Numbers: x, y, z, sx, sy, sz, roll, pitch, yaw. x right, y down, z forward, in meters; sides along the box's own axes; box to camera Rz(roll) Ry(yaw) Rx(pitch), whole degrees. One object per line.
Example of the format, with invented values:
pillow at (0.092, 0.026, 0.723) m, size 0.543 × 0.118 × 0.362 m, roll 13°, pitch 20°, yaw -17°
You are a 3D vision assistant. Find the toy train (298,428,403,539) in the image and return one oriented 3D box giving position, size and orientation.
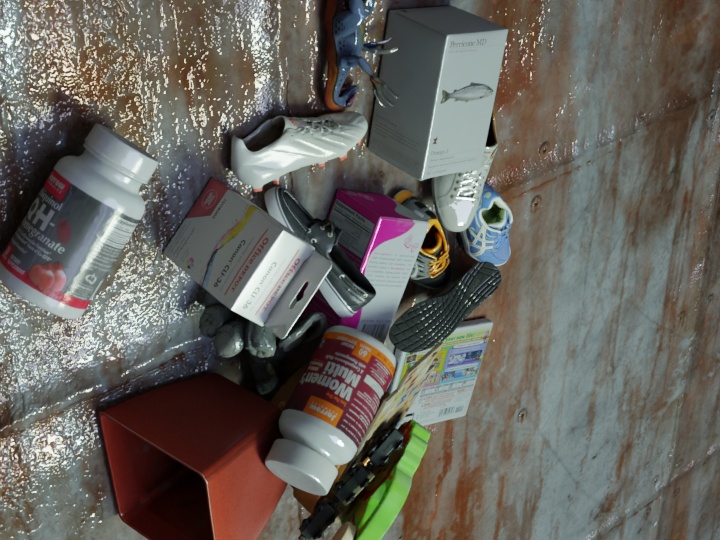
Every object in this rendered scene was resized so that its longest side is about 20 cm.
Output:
toy train at (-0.013, 0.290, 1.633) m, size 0.200 × 0.034 × 0.046 m, roll -48°, pitch 176°, yaw 1°

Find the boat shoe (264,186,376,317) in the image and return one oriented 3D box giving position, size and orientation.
boat shoe at (-0.048, -0.032, 1.574) m, size 0.066 × 0.070 × 0.201 m, roll -29°, pitch 99°, yaw 18°

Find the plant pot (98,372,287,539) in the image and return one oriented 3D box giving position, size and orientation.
plant pot at (-0.202, 0.254, 1.597) m, size 0.176 × 0.199 × 0.201 m, roll -35°, pitch 136°, yaw -39°

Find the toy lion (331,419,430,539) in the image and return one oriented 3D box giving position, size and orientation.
toy lion at (0.033, 0.298, 1.661) m, size 0.069 × 0.200 × 0.192 m, roll 34°, pitch 96°, yaw -7°

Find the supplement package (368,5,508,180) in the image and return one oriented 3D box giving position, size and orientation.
supplement package at (0.101, -0.239, 1.609) m, size 0.117 × 0.117 × 0.201 m, roll -14°, pitch 124°, yaw -37°

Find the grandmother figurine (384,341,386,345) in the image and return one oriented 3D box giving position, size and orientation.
grandmother figurine at (0.009, 0.123, 1.803) m, size 0.121 × 0.060 × 0.201 m, roll -45°, pitch 151°, yaw -59°

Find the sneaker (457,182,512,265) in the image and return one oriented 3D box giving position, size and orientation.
sneaker at (0.193, -0.066, 1.843) m, size 0.076 × 0.077 × 0.200 m, roll -47°, pitch 140°, yaw -12°

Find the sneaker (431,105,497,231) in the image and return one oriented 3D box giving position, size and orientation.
sneaker at (0.150, -0.149, 1.712) m, size 0.072 × 0.085 × 0.201 m, roll 2°, pitch 102°, yaw -18°

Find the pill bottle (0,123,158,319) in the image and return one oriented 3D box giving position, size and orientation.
pill bottle at (-0.309, -0.057, 1.338) m, size 0.111 × 0.111 × 0.201 m, roll 29°, pitch 94°, yaw -49°

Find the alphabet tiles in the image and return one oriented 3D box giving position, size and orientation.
alphabet tiles at (0.050, 0.187, 1.662) m, size 0.167 × 0.008 × 0.200 m, roll -35°, pitch 157°, yaw -52°

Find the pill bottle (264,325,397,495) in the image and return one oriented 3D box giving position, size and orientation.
pill bottle at (-0.039, 0.181, 1.566) m, size 0.201 × 0.109 × 0.110 m, roll -62°, pitch 143°, yaw -24°

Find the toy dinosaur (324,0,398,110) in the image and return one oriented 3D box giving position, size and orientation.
toy dinosaur at (-0.017, -0.294, 1.519) m, size 0.182 × 0.200 × 0.105 m, roll -51°, pitch -177°, yaw 28°

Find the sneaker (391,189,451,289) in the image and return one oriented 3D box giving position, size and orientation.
sneaker at (0.097, -0.031, 1.773) m, size 0.078 × 0.077 × 0.200 m, roll -47°, pitch 141°, yaw -12°

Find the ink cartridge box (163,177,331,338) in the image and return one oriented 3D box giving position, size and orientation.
ink cartridge box at (-0.138, -0.015, 1.461) m, size 0.067 × 0.200 × 0.117 m, roll 31°, pitch 92°, yaw -49°

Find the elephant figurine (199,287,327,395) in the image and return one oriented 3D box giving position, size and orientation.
elephant figurine at (-0.118, 0.070, 1.613) m, size 0.154 × 0.142 × 0.200 m, roll -16°, pitch 156°, yaw 22°

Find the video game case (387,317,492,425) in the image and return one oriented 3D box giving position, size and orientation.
video game case at (0.121, 0.171, 1.971) m, size 0.199 × 0.022 × 0.183 m, roll -6°, pitch 120°, yaw -41°

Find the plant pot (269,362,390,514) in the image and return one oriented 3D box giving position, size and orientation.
plant pot at (-0.056, 0.226, 1.711) m, size 0.200 × 0.140 × 0.200 m, roll -50°, pitch 166°, yaw -17°

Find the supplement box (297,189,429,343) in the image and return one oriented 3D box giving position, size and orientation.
supplement box at (0.000, 0.000, 1.680) m, size 0.101 × 0.103 × 0.201 m, roll 5°, pitch 113°, yaw -44°

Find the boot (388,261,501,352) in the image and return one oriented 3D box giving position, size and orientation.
boot at (0.133, 0.064, 1.854) m, size 0.199 × 0.070 × 0.132 m, roll -32°, pitch 174°, yaw -3°

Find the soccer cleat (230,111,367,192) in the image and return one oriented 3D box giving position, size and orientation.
soccer cleat at (-0.074, -0.168, 1.528) m, size 0.199 × 0.069 × 0.078 m, roll -27°, pitch 129°, yaw -26°
